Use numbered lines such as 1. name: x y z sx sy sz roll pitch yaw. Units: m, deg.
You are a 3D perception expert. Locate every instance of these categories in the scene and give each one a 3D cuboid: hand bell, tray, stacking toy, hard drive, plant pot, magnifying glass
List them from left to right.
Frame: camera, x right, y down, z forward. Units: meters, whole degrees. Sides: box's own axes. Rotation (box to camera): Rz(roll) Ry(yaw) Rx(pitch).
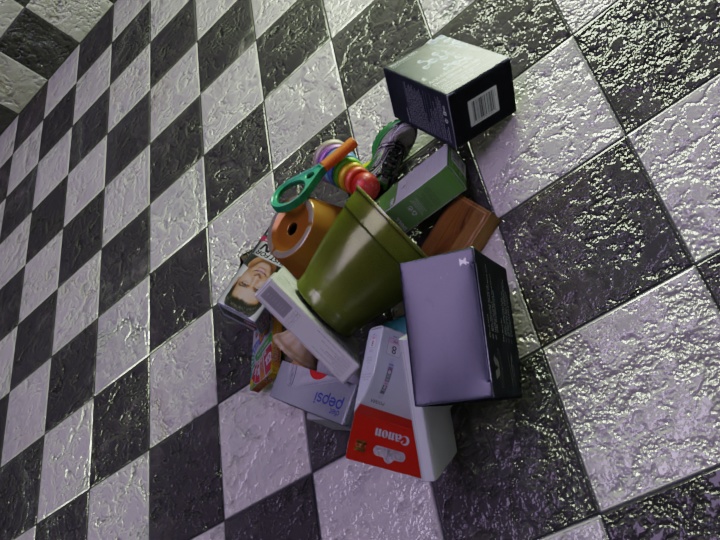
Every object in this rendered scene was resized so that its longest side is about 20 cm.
1. magnifying glass: -0.086 -0.178 1.363 0.199 0.023 0.079 -40 36 -10
2. plant pot: -0.074 -0.048 1.406 0.198 0.182 0.204 -22 55 35
3. hand bell: -0.064 0.069 1.340 0.202 0.103 0.104 -55 43 5
4. stacking toy: -0.020 -0.180 1.398 0.086 0.085 0.200 -54 36 8
5. plant pot: 0.000 0.000 1.225 0.193 0.200 0.201 -46 44 3
6. hard drive: 0.102 0.190 1.091 0.026 0.131 0.205 -8 92 22
7. tray: 0.151 -0.028 1.286 0.202 0.037 0.098 -57 43 4

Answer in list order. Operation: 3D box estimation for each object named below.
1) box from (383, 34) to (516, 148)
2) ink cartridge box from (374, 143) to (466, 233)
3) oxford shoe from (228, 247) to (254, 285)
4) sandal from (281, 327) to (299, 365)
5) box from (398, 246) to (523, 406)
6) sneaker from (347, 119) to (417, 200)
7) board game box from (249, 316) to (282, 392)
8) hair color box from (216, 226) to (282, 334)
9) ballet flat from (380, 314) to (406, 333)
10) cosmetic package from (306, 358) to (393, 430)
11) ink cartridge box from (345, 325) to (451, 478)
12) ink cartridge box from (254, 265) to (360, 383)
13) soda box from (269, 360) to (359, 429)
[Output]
1. box: 0.161 -0.330 1.337 0.147 0.109 0.199 -33 40 -17
2. ink cartridge box: 0.101 -0.135 1.344 0.199 0.059 0.105 -36 21 25
3. oxford shoe: -0.216 -0.023 1.608 0.202 0.084 0.073 -54 41 6
4. sandal: -0.119 0.171 1.433 0.081 0.054 0.200 -53 43 9
5. box: 0.149 0.089 1.057 0.115 0.199 0.202 -11 77 22
6. sneaker: 0.052 -0.203 1.438 0.202 0.077 0.086 -57 29 17
7. board game box: -0.193 0.140 1.518 0.095 0.030 0.204 -41 38 44
8. hair color box: -0.195 0.018 1.506 0.097 0.061 0.202 23 65 19
9. ballet flat: 0.121 0.096 1.225 0.196 0.064 0.077 -13 54 27
10. cosmetic package: 0.010 0.216 1.264 0.197 0.081 0.115 -11 60 42
11. ink cartridge box: 0.071 0.208 1.148 0.057 0.160 0.204 -23 51 56
12. ink cartridge box: -0.083 0.085 1.221 0.045 0.200 0.176 -44 4 4
13. soda box: -0.064 0.210 1.232 0.198 0.063 0.070 10 73 47
